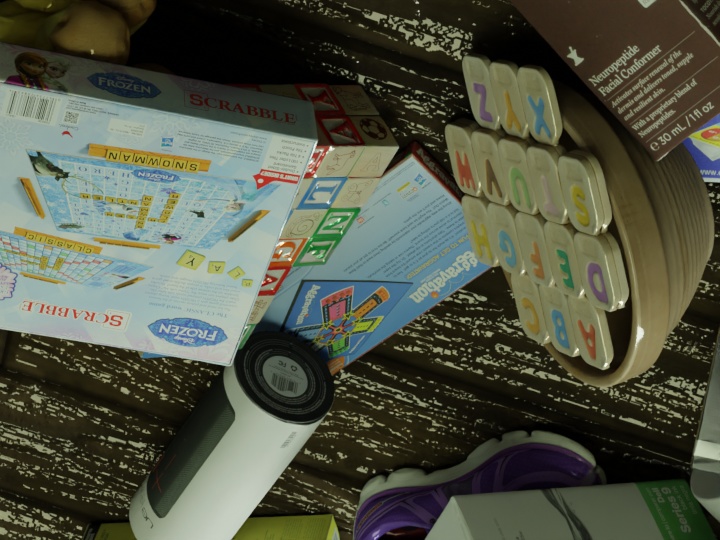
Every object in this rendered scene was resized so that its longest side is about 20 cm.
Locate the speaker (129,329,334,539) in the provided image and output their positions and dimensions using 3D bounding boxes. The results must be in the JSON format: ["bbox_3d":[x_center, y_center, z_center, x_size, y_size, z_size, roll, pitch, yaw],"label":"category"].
[{"bbox_3d":[-0.095,0.133,1.746,0.081,0.081,0.200,28,133,-9],"label":"speaker"}]

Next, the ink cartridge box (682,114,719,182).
[{"bbox_3d":[0.289,-0.143,1.501,0.197,0.047,0.201,4,125,12],"label":"ink cartridge box"}]

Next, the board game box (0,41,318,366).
[{"bbox_3d":[-0.149,-0.037,1.500,0.199,0.041,0.200,11,131,-16],"label":"board game box"}]

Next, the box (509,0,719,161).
[{"bbox_3d":[0.156,-0.175,1.450,0.200,0.075,0.100,47,136,-3],"label":"box"}]

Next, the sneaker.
[{"bbox_3d":[0.086,0.181,1.754,0.199,0.084,0.081,-20,119,23],"label":"sneaker"}]

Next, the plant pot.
[{"bbox_3d":[0.161,-0.034,1.548,0.092,0.201,0.202,-20,128,-20],"label":"plant pot"}]

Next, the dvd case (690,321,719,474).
[{"bbox_3d":[0.310,0.049,1.598,0.148,0.016,0.201,11,99,4],"label":"dvd case"}]

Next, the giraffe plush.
[{"bbox_3d":[-0.179,-0.107,1.565,0.199,0.173,0.162,-21,127,34],"label":"giraffe plush"}]

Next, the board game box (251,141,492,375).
[{"bbox_3d":[0.000,0.000,1.680,0.200,0.019,0.103,-35,111,30],"label":"board game box"}]

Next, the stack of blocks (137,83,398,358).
[{"bbox_3d":[-0.073,-0.032,1.611,0.115,0.059,0.200,-3,139,-39],"label":"stack of blocks"}]

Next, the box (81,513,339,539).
[{"bbox_3d":[-0.113,0.231,1.853,0.199,0.050,0.076,-4,125,16],"label":"box"}]

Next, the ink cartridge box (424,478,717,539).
[{"bbox_3d":[0.135,0.225,1.711,0.199,0.084,0.146,-1,139,-28],"label":"ink cartridge box"}]

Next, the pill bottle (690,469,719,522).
[{"bbox_3d":[0.323,0.192,1.693,0.111,0.112,0.200,-34,113,30],"label":"pill bottle"}]

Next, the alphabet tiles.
[{"bbox_3d":[0.108,-0.038,1.529,0.015,0.200,0.197,-20,107,-19],"label":"alphabet tiles"}]
